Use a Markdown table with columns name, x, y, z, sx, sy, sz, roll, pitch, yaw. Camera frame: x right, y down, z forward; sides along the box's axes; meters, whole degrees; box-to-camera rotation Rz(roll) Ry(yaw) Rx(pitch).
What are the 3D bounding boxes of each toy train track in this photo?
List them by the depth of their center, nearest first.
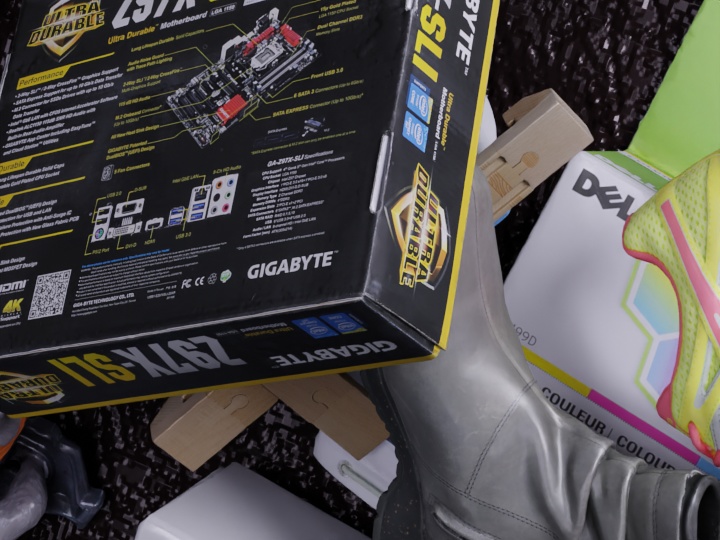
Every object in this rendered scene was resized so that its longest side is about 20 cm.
| name | x | y | z | sx | sy | sz | roll | pitch | yaw |
| --- | --- | --- | --- | --- | --- | --- | --- | --- | --- |
| toy train track | 0.000 | 0.000 | 0.828 | 0.200 | 0.033 | 0.115 | -39 | 124 | 15 |

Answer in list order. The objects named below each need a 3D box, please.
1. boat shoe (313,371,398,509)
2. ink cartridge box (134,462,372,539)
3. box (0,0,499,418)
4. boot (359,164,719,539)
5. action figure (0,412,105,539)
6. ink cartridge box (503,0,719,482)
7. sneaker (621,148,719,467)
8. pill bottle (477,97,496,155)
| name | x | y | z | sx | sy | sz | roll | pitch | yaw |
| --- | --- | --- | --- | --- | --- | --- | --- | --- | --- |
| boat shoe | 0.066 | 0.102 | 0.872 | 0.200 | 0.073 | 0.067 | 40 | 120 | 24 |
| ink cartridge box | -0.009 | 0.191 | 0.879 | 0.199 | 0.084 | 0.147 | 26 | 111 | 17 |
| box | -0.051 | -0.039 | 0.765 | 0.199 | 0.049 | 0.161 | -10 | 57 | 36 |
| boot | 0.069 | 0.059 | 0.771 | 0.130 | 0.068 | 0.202 | 14 | 120 | 33 |
| action figure | -0.209 | 0.066 | 0.912 | 0.198 | 0.105 | 0.194 | 20 | 142 | 6 |
| ink cartridge box | 0.147 | -0.010 | 0.824 | 0.147 | 0.076 | 0.201 | 31 | 104 | 16 |
| sneaker | 0.149 | 0.051 | 0.755 | 0.090 | 0.078 | 0.202 | -22 | 80 | 28 |
| pill bottle | -0.052 | -0.035 | 0.879 | 0.199 | 0.112 | 0.113 | -35 | 81 | 19 |
